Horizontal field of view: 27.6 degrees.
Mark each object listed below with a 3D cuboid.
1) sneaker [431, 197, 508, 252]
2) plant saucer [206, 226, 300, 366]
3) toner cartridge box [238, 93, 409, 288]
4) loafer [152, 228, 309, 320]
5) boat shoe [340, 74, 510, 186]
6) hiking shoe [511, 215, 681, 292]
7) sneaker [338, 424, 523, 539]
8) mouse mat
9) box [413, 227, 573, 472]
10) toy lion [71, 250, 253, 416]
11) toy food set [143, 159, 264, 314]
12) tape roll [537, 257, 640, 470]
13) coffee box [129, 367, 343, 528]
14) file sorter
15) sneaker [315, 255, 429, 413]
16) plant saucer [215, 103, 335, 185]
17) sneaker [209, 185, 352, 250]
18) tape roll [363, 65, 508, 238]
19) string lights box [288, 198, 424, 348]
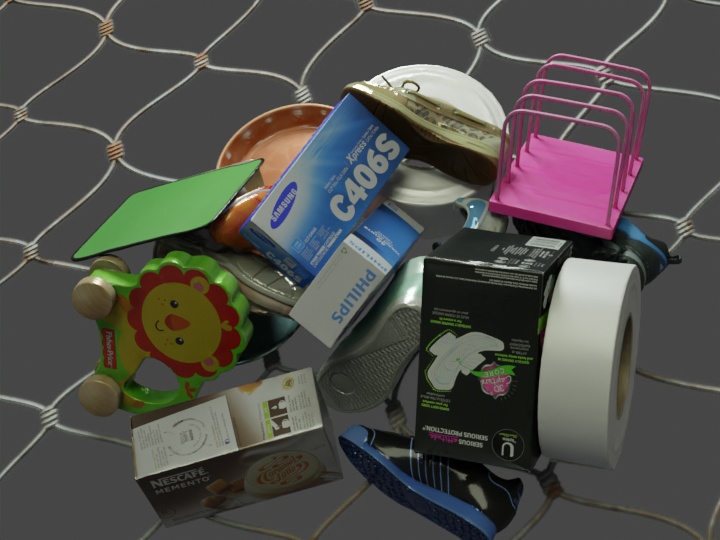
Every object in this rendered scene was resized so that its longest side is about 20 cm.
[{"bbox_3d":[0.102,0.016,1.605,0.072,0.072,0.202,18,75,10],"label":"sneaker"},{"bbox_3d":[-0.143,0.031,1.689,0.197,0.036,0.202,-6,56,8],"label":"plant saucer"},{"bbox_3d":[-0.037,-0.088,1.585,0.095,0.043,0.201,40,61,-8],"label":"toner cartridge box"},{"bbox_3d":[-0.141,0.011,1.599,0.198,0.064,0.072,28,25,17],"label":"loafer"},{"bbox_3d":[0.072,-0.163,1.645,0.198,0.074,0.063,28,55,4],"label":"boat shoe"},{"bbox_3d":[0.255,-0.034,1.641,0.086,0.075,0.199,-22,45,-37],"label":"hiking shoe"},{"bbox_3d":[0.073,0.203,1.498,0.199,0.071,0.078,30,61,23],"label":"sneaker"},{"bbox_3d":[-0.212,-0.068,1.622,0.198,0.008,0.161,-11,26,29],"label":"mouse mat"},{"bbox_3d":[0.134,0.075,1.466,0.123,0.203,0.148,8,15,18],"label":"box"},{"bbox_3d":[-0.210,0.071,1.585,0.189,0.202,0.069,9,30,10],"label":"toy lion"},{"bbox_3d":[-0.168,-0.027,1.675,0.142,0.061,0.202,-15,55,2],"label":"toy food set"},{"bbox_3d":[0.230,0.092,1.458,0.070,0.204,0.204,6,55,16],"label":"tape roll"},{"bbox_3d":[-0.128,0.185,1.525,0.197,0.115,0.080,-15,52,1],"label":"coffee box"},{"bbox_3d":[0.238,-0.146,1.624,0.137,0.127,0.200,13,30,15],"label":"file sorter"},{"bbox_3d":[0.030,0.067,1.569,0.073,0.200,0.119,38,39,-8],"label":"sneaker"},{"bbox_3d":[-0.079,-0.120,1.795,0.197,0.032,0.202,-6,53,8],"label":"plant saucer"},{"bbox_3d":[-0.080,-0.045,1.618,0.198,0.073,0.077,-2,47,-44],"label":"sneaker"},{"bbox_3d":[0.075,-0.140,1.717,0.199,0.071,0.205,0,58,0],"label":"tape roll"},{"bbox_3d":[0.000,0.000,1.558,0.059,0.200,0.103,38,110,2],"label":"string lights box"}]
